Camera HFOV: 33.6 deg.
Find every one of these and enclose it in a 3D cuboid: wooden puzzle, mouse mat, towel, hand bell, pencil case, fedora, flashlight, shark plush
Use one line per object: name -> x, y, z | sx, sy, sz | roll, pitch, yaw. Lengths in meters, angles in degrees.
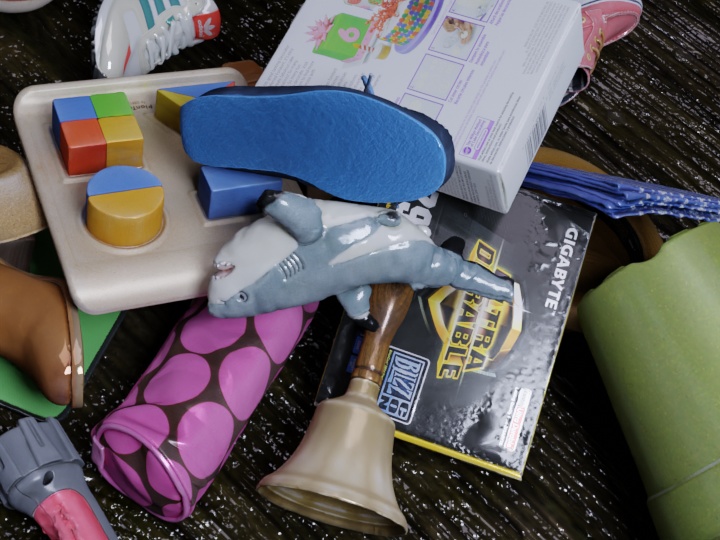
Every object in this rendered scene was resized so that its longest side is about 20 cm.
wooden puzzle -> -0.135, -0.072, 0.840 | 0.183, 0.047, 0.202 | -9, 54, -24
mouse mat -> -0.250, 0.010, 0.878 | 0.159, 0.008, 0.201 | 22, 49, 1
towel -> 0.212, -0.056, 0.910 | 0.198, 0.024, 0.144 | 5, 11, -36
hand bell -> 0.007, 0.066, 0.808 | 0.103, 0.104, 0.203 | 18, 70, -3
pencil case -> -0.108, 0.069, 0.824 | 0.093, 0.091, 0.201 | 28, 50, 3
fedora -> 0.157, -0.011, 0.983 | 0.198, 0.082, 0.203 | 12, 50, -15
flashlight -> -0.168, 0.181, 0.724 | 0.067, 0.068, 0.201 | -24, 64, -30
shark plush -> 0.000, 0.000, 0.791 | 0.197, 0.091, 0.085 | 7, 90, -19

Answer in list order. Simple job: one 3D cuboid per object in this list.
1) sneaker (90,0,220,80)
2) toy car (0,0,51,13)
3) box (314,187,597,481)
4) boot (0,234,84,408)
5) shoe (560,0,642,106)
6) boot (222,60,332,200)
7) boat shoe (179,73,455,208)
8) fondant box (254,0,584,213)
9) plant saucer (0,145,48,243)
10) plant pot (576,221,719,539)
sneaker -> -0.174, -0.221, 1.051 | 0.092, 0.071, 0.201 | 13, 46, 0
toy car -> -0.317, -0.346, 1.021 | 0.183, 0.201, 0.178 | -22, 61, -32
box -> 0.069, 0.031, 0.872 | 0.157, 0.049, 0.203 | 18, 80, 4
boot -> -0.276, 0.029, 0.791 | 0.153, 0.077, 0.201 | -11, 50, -33
shoe -> 0.215, -0.219, 1.187 | 0.198, 0.072, 0.092 | -17, 60, -23
boot -> -0.122, -0.098, 0.960 | 0.198, 0.077, 0.156 | -27, 55, -21
boat shoe -> -0.025, -0.097, 0.787 | 0.197, 0.085, 0.068 | 17, 23, 23
fondant box -> 0.043, -0.143, 0.854 | 0.198, 0.058, 0.146 | 21, 71, 22
plant saucer -> -0.308, -0.062, 0.832 | 0.197, 0.036, 0.201 | 6, 19, -2
plant pot -> 0.248, 0.077, 0.837 | 0.198, 0.200, 0.192 | -20, 72, -31
